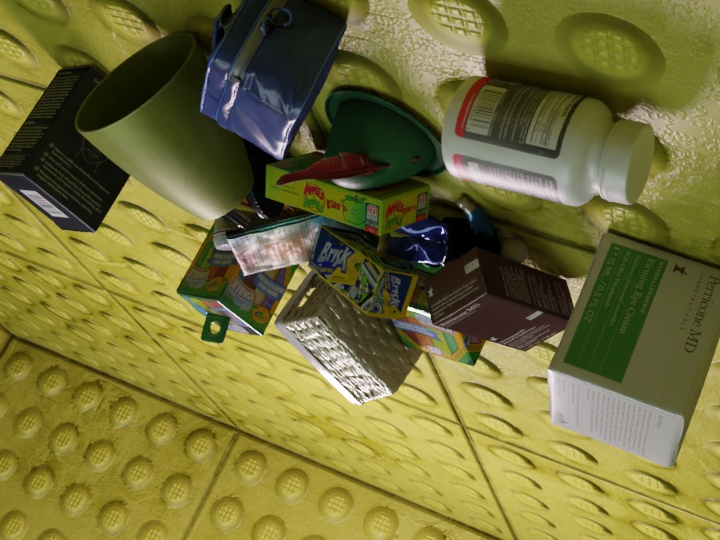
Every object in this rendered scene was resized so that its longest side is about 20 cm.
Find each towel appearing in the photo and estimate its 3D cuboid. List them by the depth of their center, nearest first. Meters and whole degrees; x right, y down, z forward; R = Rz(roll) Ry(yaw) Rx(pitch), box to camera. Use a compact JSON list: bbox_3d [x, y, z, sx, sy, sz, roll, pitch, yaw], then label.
[{"bbox_3d":[-0.093,-0.044,1.730,0.198,0.022,0.147,-14,154,1],"label":"towel"}]

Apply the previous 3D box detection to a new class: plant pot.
[{"bbox_3d":[-0.230,-0.167,1.475,0.186,0.188,0.200,5,141,47],"label":"plant pot"}]

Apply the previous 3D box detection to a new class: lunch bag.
[{"bbox_3d":[-0.108,-0.229,1.282,0.132,0.137,0.200,28,160,-3],"label":"lunch bag"}]

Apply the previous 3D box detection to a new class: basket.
[{"bbox_3d":[-0.009,0.094,1.777,0.200,0.136,0.123,45,152,-17],"label":"basket"}]

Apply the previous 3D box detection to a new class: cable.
[{"bbox_3d":[-0.222,-0.113,1.641,0.097,0.050,0.199,45,164,-34],"label":"cable"}]

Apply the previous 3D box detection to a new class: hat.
[{"bbox_3d":[-0.013,-0.106,1.403,0.199,0.177,0.165,34,160,-18],"label":"hat"}]

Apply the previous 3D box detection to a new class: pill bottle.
[{"bbox_3d":[0.193,-0.129,1.180,0.199,0.111,0.111,17,158,28],"label":"pill bottle"}]

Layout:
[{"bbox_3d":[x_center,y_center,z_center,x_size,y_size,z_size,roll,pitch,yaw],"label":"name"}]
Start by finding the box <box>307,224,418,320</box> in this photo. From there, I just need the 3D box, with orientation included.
[{"bbox_3d":[0.000,0.000,1.616,0.064,0.071,0.200,10,-166,-31],"label":"box"}]

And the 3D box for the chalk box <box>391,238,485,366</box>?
[{"bbox_3d":[0.116,0.031,1.661,0.124,0.125,0.200,16,158,26],"label":"chalk box"}]

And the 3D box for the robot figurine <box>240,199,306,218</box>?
[{"bbox_3d":[-0.153,-0.128,1.713,0.199,0.059,0.145,19,161,24],"label":"robot figurine"}]

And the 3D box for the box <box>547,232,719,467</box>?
[{"bbox_3d":[0.345,0.102,1.425,0.170,0.200,0.200,20,159,18],"label":"box"}]

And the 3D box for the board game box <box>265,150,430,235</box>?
[{"bbox_3d":[-0.018,-0.104,1.503,0.199,0.101,0.048,20,116,35],"label":"board game box"}]

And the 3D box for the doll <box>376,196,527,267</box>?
[{"bbox_3d":[0.125,-0.041,1.535,0.198,0.049,0.137,12,122,6],"label":"doll"}]

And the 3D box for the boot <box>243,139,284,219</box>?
[{"bbox_3d":[-0.204,-0.163,1.619,0.161,0.073,0.199,4,130,37],"label":"boot"}]

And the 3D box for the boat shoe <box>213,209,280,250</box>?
[{"bbox_3d":[-0.136,-0.064,1.784,0.199,0.063,0.072,1,172,-37],"label":"boat shoe"}]

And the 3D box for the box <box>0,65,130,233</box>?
[{"bbox_3d":[-0.424,-0.181,1.721,0.107,0.201,0.148,7,152,46],"label":"box"}]

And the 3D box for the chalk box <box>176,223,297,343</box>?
[{"bbox_3d":[-0.216,0.027,1.947,0.124,0.201,0.124,6,152,45],"label":"chalk box"}]

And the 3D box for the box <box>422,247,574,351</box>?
[{"bbox_3d":[0.189,0.041,1.531,0.199,0.075,0.100,18,141,-40],"label":"box"}]
